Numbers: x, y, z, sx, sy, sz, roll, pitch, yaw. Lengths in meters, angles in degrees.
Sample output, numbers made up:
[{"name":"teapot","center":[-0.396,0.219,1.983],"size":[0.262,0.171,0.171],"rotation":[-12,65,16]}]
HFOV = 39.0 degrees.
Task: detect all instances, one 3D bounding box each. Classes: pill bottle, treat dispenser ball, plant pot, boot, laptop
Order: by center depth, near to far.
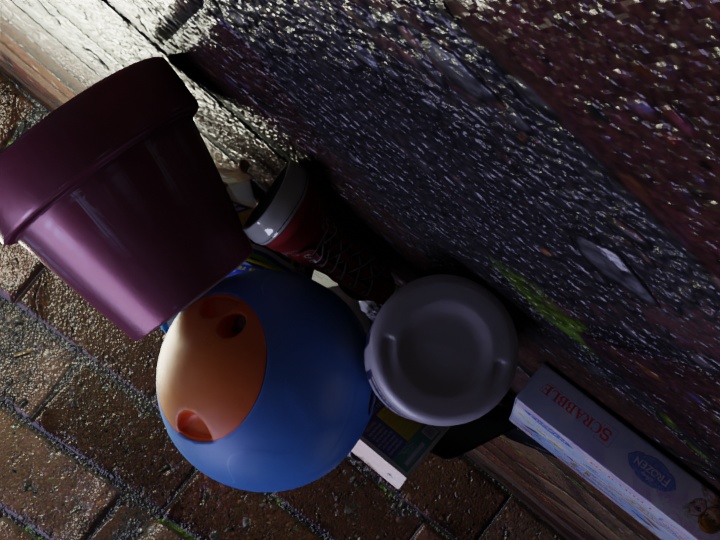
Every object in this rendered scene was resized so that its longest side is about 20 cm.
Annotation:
[{"name":"pill bottle","center":[0.059,0.068,0.827],"size":[0.111,0.111,0.200],"rotation":[38,174,3]},{"name":"plant pot","center":[-0.192,-0.049,0.853],"size":[0.179,0.200,0.200],"rotation":[54,171,-6]},{"name":"boot","center":[-0.024,-0.021,0.866],"size":[0.144,0.072,0.200],"rotation":[39,-179,-4]},{"name":"treat dispenser ball","center":[-0.085,0.100,0.926],"size":[0.201,0.201,0.201],"rotation":[38,173,5]},{"name":"laptop","center":[0.150,0.214,1.243],"size":[0.200,0.103,0.177],"rotation":[40,168,-27]}]

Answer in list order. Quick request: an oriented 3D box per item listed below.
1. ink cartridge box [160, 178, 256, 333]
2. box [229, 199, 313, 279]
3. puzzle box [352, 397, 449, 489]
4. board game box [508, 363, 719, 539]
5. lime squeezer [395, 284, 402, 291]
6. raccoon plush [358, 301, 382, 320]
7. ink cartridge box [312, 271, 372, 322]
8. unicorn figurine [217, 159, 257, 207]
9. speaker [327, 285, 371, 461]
[{"name":"ink cartridge box","center":[-0.206,-0.029,1.232],"size":[0.200,0.144,0.148],"rotation":[-159,53,-69]},{"name":"box","center":[-0.143,-0.029,0.999],"size":[0.199,0.064,0.070],"rotation":[20,143,-8]},{"name":"puzzle box","center":[0.043,0.135,1.117],"size":[0.133,0.200,0.025],"rotation":[38,132,11]},{"name":"board game box","center":[0.226,0.172,0.912],"size":[0.200,0.041,0.200],"rotation":[38,174,13]},{"name":"lime squeezer","center":[0.000,0.000,1.064],"size":[0.070,0.038,0.200],"rotation":[8,-176,-21]},{"name":"raccoon plush","center":[0.050,0.076,1.045],"size":[0.200,0.097,0.134],"rotation":[36,165,23]},{"name":"ink cartridge box","center":[0.018,0.074,1.363],"size":[0.200,0.045,0.176],"rotation":[32,170,47]},{"name":"unicorn figurine","center":[-0.152,-0.084,1.061],"size":[0.137,0.074,0.200],"rotation":[1,128,48]},{"name":"speaker","center":[-0.007,0.117,1.189],"size":[0.081,0.081,0.200],"rotation":[48,-164,-55]}]
